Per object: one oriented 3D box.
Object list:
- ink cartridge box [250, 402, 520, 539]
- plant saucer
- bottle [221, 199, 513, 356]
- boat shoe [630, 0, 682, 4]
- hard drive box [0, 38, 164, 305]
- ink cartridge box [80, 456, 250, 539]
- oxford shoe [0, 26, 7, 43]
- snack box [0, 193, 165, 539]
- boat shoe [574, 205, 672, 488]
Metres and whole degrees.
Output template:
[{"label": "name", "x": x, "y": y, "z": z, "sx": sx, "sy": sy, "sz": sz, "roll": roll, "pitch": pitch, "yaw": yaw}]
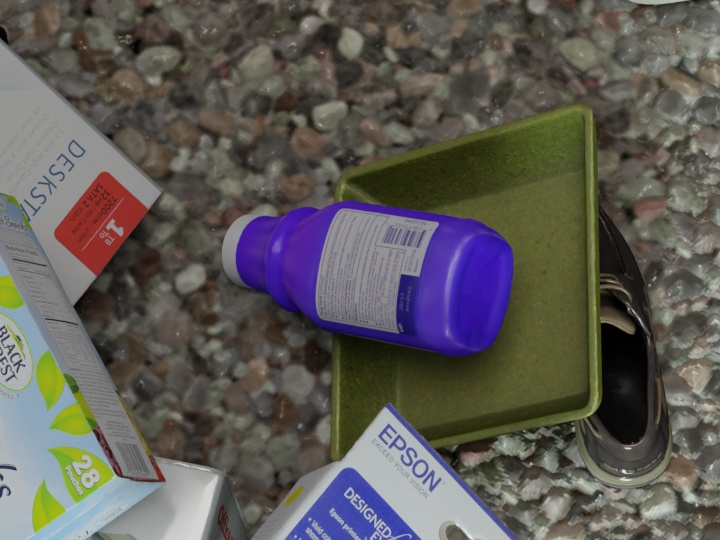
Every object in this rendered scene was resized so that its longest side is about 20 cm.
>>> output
[{"label": "ink cartridge box", "x": 0.012, "y": 0.212, "z": 1.480, "sx": 0.198, "sy": 0.047, "sz": 0.200, "roll": 47, "pitch": 64, "yaw": -14}, {"label": "plant saucer", "x": 0.074, "y": 0.017, "z": 1.676, "sx": 0.200, "sy": 0.048, "sz": 0.200, "roll": -15, "pitch": 65, "yaw": 35}, {"label": "bottle", "x": 0.000, "y": 0.000, "z": 1.667, "sx": 0.200, "sy": 0.065, "sz": 0.084, "roll": 9, "pitch": 86, "yaw": 42}, {"label": "boat shoe", "x": 0.267, "y": -0.225, "z": 1.792, "sx": 0.200, "sy": 0.073, "sz": 0.062, "roll": -11, "pitch": 74, "yaw": 2}, {"label": "hard drive box", "x": -0.248, "y": -0.055, "z": 1.675, "sx": 0.200, "sy": 0.077, "sz": 0.156, "roll": 43, "pitch": 62, "yaw": -15}, {"label": "ink cartridge box", "x": -0.134, "y": 0.221, "z": 1.590, "sx": 0.084, "sy": 0.146, "sz": 0.200, "roll": 12, "pitch": 69, "yaw": 8}, {"label": "oxford shoe", "x": -0.311, "y": -0.087, "z": 1.749, "sx": 0.084, "sy": 0.073, "sz": 0.200, "roll": 23, "pitch": 60, "yaw": 12}, {"label": "snack box", "x": -0.230, "y": 0.079, "z": 1.544, "sx": 0.169, "sy": 0.068, "sz": 0.200, "roll": -35, "pitch": 72, "yaw": 15}, {"label": "boat shoe", "x": 0.153, "y": 0.033, "z": 1.695, "sx": 0.074, "sy": 0.073, "sz": 0.200, "roll": -15, "pitch": 70, "yaw": -5}]
